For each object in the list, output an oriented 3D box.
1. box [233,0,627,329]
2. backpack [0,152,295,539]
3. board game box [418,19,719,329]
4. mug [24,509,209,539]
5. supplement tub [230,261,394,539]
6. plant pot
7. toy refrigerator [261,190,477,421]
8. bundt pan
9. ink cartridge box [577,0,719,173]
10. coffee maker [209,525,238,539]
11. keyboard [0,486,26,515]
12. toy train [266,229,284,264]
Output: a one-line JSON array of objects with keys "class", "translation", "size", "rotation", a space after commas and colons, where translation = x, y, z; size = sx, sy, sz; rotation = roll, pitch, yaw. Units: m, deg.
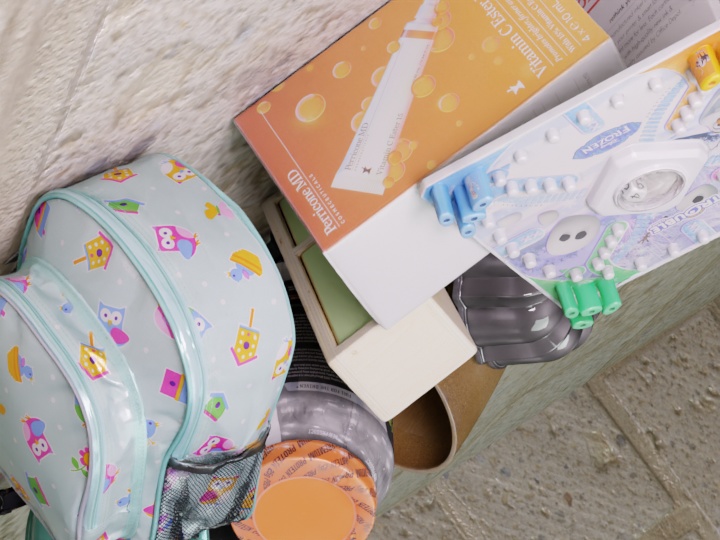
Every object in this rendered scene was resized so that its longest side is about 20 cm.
[{"class": "box", "translation": [0.048, -0.085, 1.100], "size": [0.199, 0.125, 0.098], "rotation": [-37, 143, 1]}, {"class": "backpack", "translation": [-0.129, 0.045, 1.034], "size": [0.153, 0.176, 0.201], "rotation": [-14, 142, -42]}, {"class": "board game box", "translation": [0.163, -0.046, 1.056], "size": [0.199, 0.026, 0.200], "rotation": [-28, 147, 20]}, {"class": "mug", "translation": [-0.189, 0.194, 1.438], "size": [0.113, 0.187, 0.152], "rotation": [-5, 170, 10]}, {"class": "supplement tub", "translation": [-0.038, 0.095, 1.281], "size": [0.122, 0.122, 0.201], "rotation": [-42, -154, 25]}, {"class": "plant pot", "translation": [0.062, 0.035, 1.596], "size": [0.200, 0.186, 0.187], "rotation": [-46, 175, -32]}, {"class": "toy refrigerator", "translation": [0.000, 0.000, 1.211], "size": [0.076, 0.070, 0.200], "rotation": [-37, -147, 8]}, {"class": "bundt pan", "translation": [0.146, -0.019, 1.507], "size": [0.075, 0.204, 0.201], "rotation": [3, -172, 28]}, {"class": "ink cartridge box", "translation": [0.190, -0.143, 1.137], "size": [0.066, 0.201, 0.116], "rotation": [3, 146, -32]}, {"class": "coffee maker", "translation": [-0.088, 0.126, 1.507], "size": [0.190, 0.135, 0.201], "rotation": [-3, 142, -22]}, {"class": "keyboard", "translation": [-0.310, 0.174, 1.390], "size": [0.103, 0.040, 0.200], "rotation": [-16, 179, 25]}, {"class": "toy train", "translation": [-0.103, 0.038, 1.387], "size": [0.200, 0.046, 0.034], "rotation": [-41, 167, 22]}]
